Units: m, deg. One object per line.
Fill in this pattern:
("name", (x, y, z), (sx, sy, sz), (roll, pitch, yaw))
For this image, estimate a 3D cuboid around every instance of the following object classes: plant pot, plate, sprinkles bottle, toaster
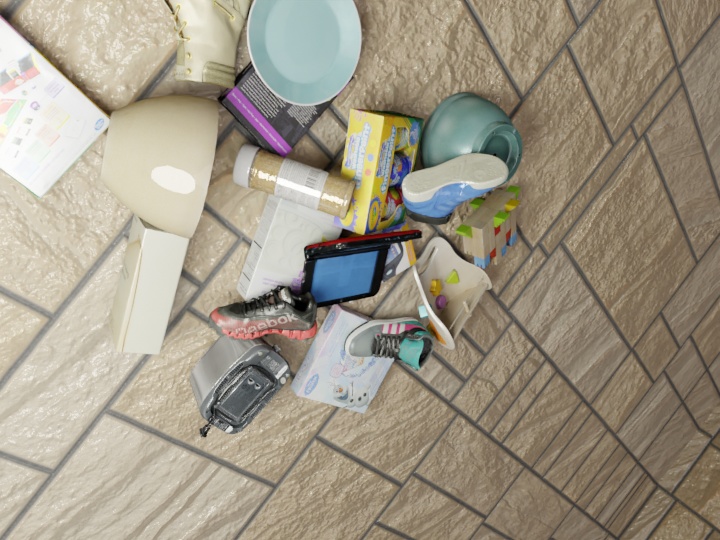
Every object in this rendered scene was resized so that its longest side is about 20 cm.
("plant pot", (0.236, -0.240, 1.132), (0.197, 0.134, 0.205), (-14, 119, -26))
("plate", (-0.088, -0.367, 0.897), (0.196, 0.026, 0.205), (-12, 116, -26))
("sprinkles bottle", (-0.108, -0.146, 0.938), (0.196, 0.068, 0.070), (19, 104, -2))
("toaster", (-0.229, 0.197, 1.036), (0.201, 0.129, 0.114), (-48, 127, -4))
("plant pot", (-0.290, -0.160, 0.805), (0.132, 0.200, 0.204), (11, 105, -25))

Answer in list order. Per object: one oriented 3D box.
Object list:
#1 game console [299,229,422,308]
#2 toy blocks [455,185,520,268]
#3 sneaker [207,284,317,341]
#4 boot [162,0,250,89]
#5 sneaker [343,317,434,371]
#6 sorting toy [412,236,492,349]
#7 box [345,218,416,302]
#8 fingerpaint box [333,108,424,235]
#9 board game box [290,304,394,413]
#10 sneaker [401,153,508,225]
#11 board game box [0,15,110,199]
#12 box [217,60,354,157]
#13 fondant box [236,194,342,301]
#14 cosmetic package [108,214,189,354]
("game console", (0.000, 0.000, 1.042), (0.197, 0.171, 0.122), (-10, 93, -37))
("toy blocks", (0.289, -0.079, 1.258), (0.200, 0.099, 0.139), (-42, 135, -33))
("sneaker", (-0.162, 0.070, 0.984), (0.196, 0.071, 0.099), (3, 126, -24))
("boot", (-0.258, -0.352, 0.807), (0.197, 0.072, 0.159), (4, 106, -39))
("sneaker", (0.074, 0.158, 1.162), (0.196, 0.120, 0.086), (-9, 115, -30))
("sorting toy", (0.176, 0.032, 1.230), (0.201, 0.105, 0.182), (-49, 122, -35))
("box", (0.017, -0.024, 1.150), (0.198, 0.041, 0.121), (-32, 125, -20))
("fingerpaint box", (0.036, -0.180, 1.027), (0.166, 0.072, 0.204), (-20, 125, -58))
("board game box", (-0.023, 0.193, 1.218), (0.197, 0.043, 0.203), (25, 96, -39))
("sneaker", (0.175, -0.146, 1.064), (0.196, 0.078, 0.112), (-15, 150, -2))
("board game box", (-0.461, -0.221, 0.757), (0.153, 0.040, 0.200), (-47, 127, -6))
("box", (-0.119, -0.303, 0.941), (0.201, 0.036, 0.143), (-48, 127, -3))
("fondant box", (-0.126, -0.034, 1.044), (0.142, 0.058, 0.204), (14, 104, -36))
("cosmetic package", (-0.339, 0.019, 0.904), (0.072, 0.103, 0.204), (9, 105, -34))
